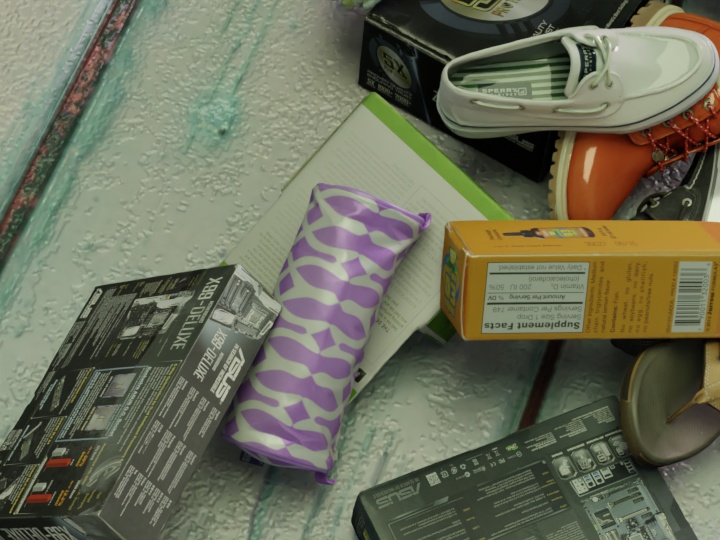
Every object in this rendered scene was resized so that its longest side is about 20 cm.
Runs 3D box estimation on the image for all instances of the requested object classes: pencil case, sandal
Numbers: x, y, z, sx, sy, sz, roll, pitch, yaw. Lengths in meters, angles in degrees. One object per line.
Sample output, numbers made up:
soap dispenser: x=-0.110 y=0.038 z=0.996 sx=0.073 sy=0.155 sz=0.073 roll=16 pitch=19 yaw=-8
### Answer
pencil case: x=-0.023 y=0.042 z=1.456 sx=0.085 sy=0.084 sz=0.200 roll=21 pitch=88 yaw=-16
sandal: x=0.254 y=0.076 z=1.486 sx=0.200 sy=0.055 sz=0.082 roll=-12 pitch=83 yaw=-34

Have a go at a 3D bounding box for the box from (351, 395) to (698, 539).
box: x=0.115 y=0.188 z=1.444 sx=0.200 sy=0.051 sz=0.158 roll=-20 pitch=63 yaw=-16

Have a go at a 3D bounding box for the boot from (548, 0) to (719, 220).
boot: x=0.212 y=-0.101 z=1.568 sx=0.107 sy=0.075 sz=0.200 roll=21 pitch=70 yaw=34

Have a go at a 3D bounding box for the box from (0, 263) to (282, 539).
box: x=-0.156 y=0.092 z=1.424 sx=0.050 sy=0.158 sz=0.200 roll=46 pitch=56 yaw=-29

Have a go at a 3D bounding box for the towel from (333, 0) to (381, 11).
towel: x=0.055 y=-0.285 z=1.628 sx=0.200 sy=0.048 sz=0.171 roll=-35 pitch=24 yaw=13

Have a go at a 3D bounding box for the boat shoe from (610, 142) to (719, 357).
boat shoe: x=0.223 y=-0.022 z=1.572 sx=0.066 sy=0.070 sz=0.200 roll=17 pitch=67 yaw=4

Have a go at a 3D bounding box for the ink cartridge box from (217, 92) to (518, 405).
ink cartridge box: x=0.000 y=0.000 z=1.538 sx=0.148 sy=0.076 sz=0.200 roll=44 pitch=94 yaw=19

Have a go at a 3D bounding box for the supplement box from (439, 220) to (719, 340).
supplement box: x=0.156 y=0.006 z=1.462 sx=0.200 sy=0.069 sz=0.067 roll=2 pitch=20 yaw=-12

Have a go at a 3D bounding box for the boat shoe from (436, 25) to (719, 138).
boat shoe: x=0.152 y=-0.132 z=1.521 sx=0.200 sy=0.067 sz=0.074 roll=-13 pitch=71 yaw=1

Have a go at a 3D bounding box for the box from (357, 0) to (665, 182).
box: x=0.119 y=-0.193 z=1.648 sx=0.164 sy=0.086 sz=0.200 roll=30 pitch=62 yaw=14
